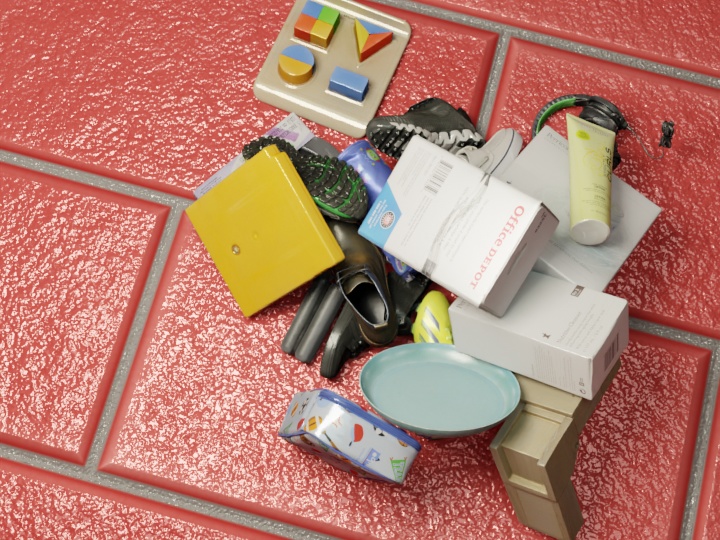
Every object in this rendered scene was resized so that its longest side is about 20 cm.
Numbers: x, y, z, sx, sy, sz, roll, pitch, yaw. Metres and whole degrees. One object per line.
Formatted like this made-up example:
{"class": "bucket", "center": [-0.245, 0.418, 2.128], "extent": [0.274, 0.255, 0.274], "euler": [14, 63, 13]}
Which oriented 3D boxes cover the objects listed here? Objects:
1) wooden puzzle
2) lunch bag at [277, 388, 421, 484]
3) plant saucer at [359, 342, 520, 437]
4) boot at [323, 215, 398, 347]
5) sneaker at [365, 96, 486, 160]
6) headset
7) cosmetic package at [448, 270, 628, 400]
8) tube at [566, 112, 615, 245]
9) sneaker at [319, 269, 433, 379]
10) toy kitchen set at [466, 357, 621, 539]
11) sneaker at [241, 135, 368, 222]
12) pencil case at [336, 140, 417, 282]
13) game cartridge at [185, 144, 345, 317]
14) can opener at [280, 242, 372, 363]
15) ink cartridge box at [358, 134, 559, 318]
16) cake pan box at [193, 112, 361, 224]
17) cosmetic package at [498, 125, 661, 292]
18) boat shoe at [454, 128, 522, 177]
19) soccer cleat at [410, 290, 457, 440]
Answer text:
{"class": "wooden puzzle", "center": [-0.041, -0.318, 1.536], "extent": [0.184, 0.046, 0.201], "euler": [22, 75, 5]}
{"class": "lunch bag", "center": [-0.013, 0.213, 1.308], "extent": [0.160, 0.200, 0.076], "euler": [29, 77, -11]}
{"class": "plant saucer", "center": [0.097, 0.150, 1.277], "extent": [0.199, 0.200, 0.028], "euler": [2, 115, -1]}
{"class": "boot", "center": [0.000, 0.000, 1.354], "extent": [0.074, 0.097, 0.201], "euler": [-24, 79, -4]}
{"class": "sneaker", "center": [0.086, -0.207, 1.475], "extent": [0.199, 0.066, 0.091], "euler": [1, 58, -32]}
{"class": "headset", "center": [0.346, -0.197, 1.485], "extent": [0.199, 0.094, 0.124], "euler": [8, 74, 13]}
{"class": "cosmetic package", "center": [0.224, 0.070, 1.297], "extent": [0.199, 0.081, 0.113], "euler": [18, 50, 30]}
{"class": "tube", "center": [0.302, -0.125, 1.355], "extent": [0.052, 0.058, 0.201], "euler": [-11, 47, 26]}
{"class": "sneaker", "center": [0.026, 0.071, 1.420], "extent": [0.104, 0.060, 0.201], "euler": [21, 70, 8]}
{"class": "toy kitchen set", "center": [0.235, 0.205, 1.360], "extent": [0.163, 0.181, 0.200], "euler": [15, 53, 38]}
{"class": "sneaker", "center": [-0.070, -0.112, 1.392], "extent": [0.199, 0.085, 0.078], "euler": [28, 54, 29]}
{"class": "pencil case", "center": [0.035, -0.081, 1.408], "extent": [0.200, 0.087, 0.078], "euler": [53, 36, 10]}
{"class": "game cartridge", "center": [-0.130, -0.050, 1.374], "extent": [0.032, 0.200, 0.177], "euler": [-30, 90, -50]}
{"class": "can opener", "center": [-0.039, 0.035, 1.435], "extent": [0.053, 0.067, 0.201], "euler": [27, 88, 26]}
{"class": "ink cartridge box", "center": [0.121, -0.055, 1.277], "extent": [0.200, 0.084, 0.145], "euler": [33, 93, 30]}
{"class": "cake pan box", "center": [-0.106, -0.101, 1.472], "extent": [0.200, 0.052, 0.184], "euler": [-39, 80, -11]}
{"class": "cosmetic package", "center": [0.263, -0.054, 1.402], "extent": [0.199, 0.123, 0.200], "euler": [37, 57, 9]}
{"class": "boat shoe", "center": [0.153, -0.140, 1.437], "extent": [0.066, 0.072, 0.200], "euler": [46, 67, -15]}
{"class": "soccer cleat", "center": [0.110, 0.127, 1.388], "extent": [0.065, 0.083, 0.201], "euler": [15, 75, -43]}
